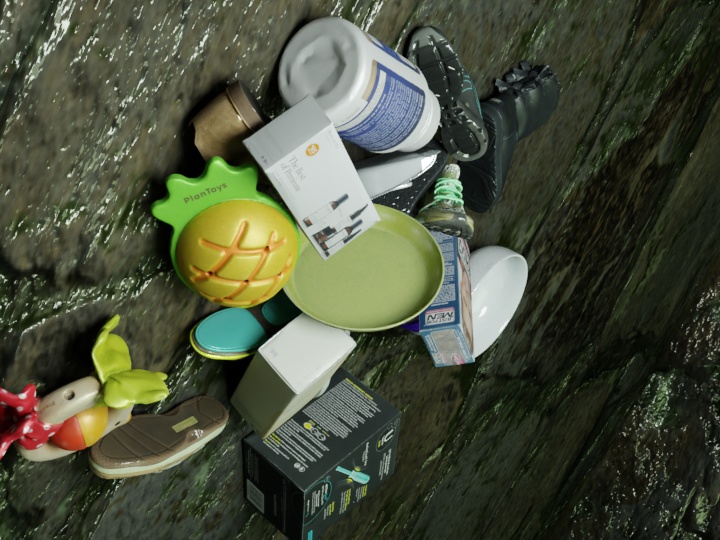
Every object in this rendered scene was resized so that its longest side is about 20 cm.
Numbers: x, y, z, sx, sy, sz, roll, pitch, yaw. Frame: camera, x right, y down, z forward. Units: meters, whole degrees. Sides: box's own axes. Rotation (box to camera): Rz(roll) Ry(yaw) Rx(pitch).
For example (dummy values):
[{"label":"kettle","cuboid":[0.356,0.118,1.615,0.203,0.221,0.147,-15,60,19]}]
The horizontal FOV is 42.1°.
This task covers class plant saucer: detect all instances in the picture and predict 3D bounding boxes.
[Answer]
[{"label":"plant saucer","cuboid":[0.000,0.000,1.116,0.200,0.200,0.031,-37,150,-29]}]

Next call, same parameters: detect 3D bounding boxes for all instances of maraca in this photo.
[{"label":"maraca","cuboid":[-0.137,-0.037,0.975,0.136,0.107,0.201,-25,138,-2]}]

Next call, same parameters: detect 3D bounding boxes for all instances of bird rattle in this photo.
[{"label":"bird rattle","cuboid":[-0.292,0.150,0.946,0.200,0.113,0.163,-36,160,-26]}]

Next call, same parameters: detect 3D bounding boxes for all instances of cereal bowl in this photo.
[{"label":"cereal bowl","cuboid":[0.184,0.043,1.535,0.200,0.083,0.201,-35,144,-31]}]

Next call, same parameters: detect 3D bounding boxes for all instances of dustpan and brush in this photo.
[{"label":"dustpan and brush","cuboid":[-0.006,-0.096,1.131,0.199,0.140,0.058,-16,103,-7]}]

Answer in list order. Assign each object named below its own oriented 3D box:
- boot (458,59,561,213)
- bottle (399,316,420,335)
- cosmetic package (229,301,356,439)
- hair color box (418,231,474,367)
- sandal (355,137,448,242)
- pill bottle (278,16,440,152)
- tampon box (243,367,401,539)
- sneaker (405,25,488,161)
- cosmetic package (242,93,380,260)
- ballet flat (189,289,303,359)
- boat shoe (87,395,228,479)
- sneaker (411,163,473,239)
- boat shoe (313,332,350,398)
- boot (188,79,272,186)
[{"label":"boot","cuboid":[0.218,-0.198,1.373,0.162,0.073,0.199,-39,145,-33]},{"label":"bottle","cuboid":[0.063,0.036,1.355,0.065,0.084,0.200,-22,150,9]},{"label":"cosmetic package","cuboid":[-0.088,0.128,1.160,0.103,0.073,0.200,-38,172,-28]},{"label":"hair color box","cuboid":[0.121,0.024,1.328,0.100,0.060,0.201,62,24,-50]},{"label":"sandal","cuboid":[0.042,-0.091,1.221,0.200,0.075,0.048,-45,166,-19]},{"label":"pill bottle","cuboid":[0.008,-0.193,1.029,0.200,0.111,0.111,14,108,-58]},{"label":"tampon box","cuboid":[-0.055,0.271,1.367,0.200,0.126,0.151,-33,143,-36]},{"label":"sneaker","cuboid":[0.106,-0.231,1.190,0.080,0.075,0.201,-87,157,-43]},{"label":"cosmetic package","cuboid":[-0.044,-0.090,0.972,0.082,0.051,0.200,-38,151,-3]},{"label":"ballet flat","cuboid":[-0.130,0.073,1.141,0.199,0.067,0.067,-26,159,-44]},{"label":"boat shoe","cuboid":[-0.241,0.213,1.109,0.199,0.072,0.076,-10,139,-51]},{"label":"sneaker","cuboid":[0.108,-0.098,1.238,0.076,0.200,0.089,11,100,-11]},{"label":"boat shoe","cuboid":[-0.042,0.083,1.262,0.071,0.070,0.202,-21,132,-40]},{"label":"boot","cuboid":[-0.113,-0.121,0.990,0.075,0.074,0.200,-32,149,6]}]
